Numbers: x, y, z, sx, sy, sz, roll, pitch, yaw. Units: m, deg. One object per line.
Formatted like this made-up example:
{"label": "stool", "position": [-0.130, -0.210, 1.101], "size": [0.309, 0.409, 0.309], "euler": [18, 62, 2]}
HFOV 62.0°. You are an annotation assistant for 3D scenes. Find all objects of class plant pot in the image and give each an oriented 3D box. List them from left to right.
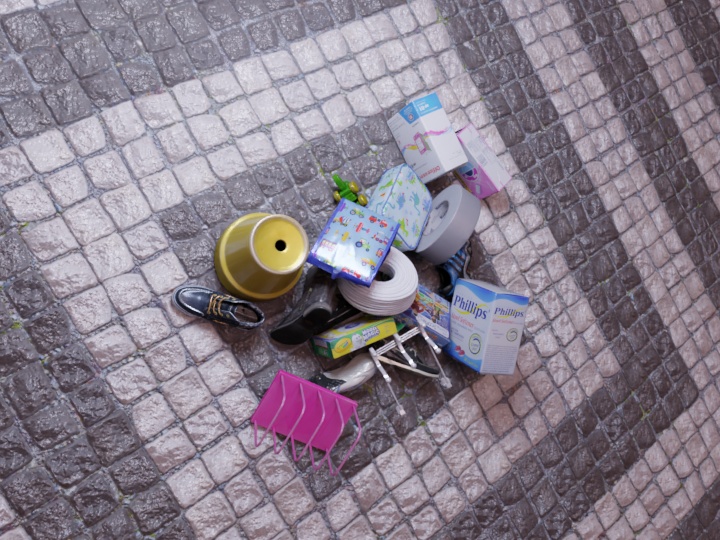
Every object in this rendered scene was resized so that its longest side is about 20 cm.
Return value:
{"label": "plant pot", "position": [-0.203, -0.038, 1.315], "size": [0.200, 0.189, 0.201], "euler": [4, 80, -25]}

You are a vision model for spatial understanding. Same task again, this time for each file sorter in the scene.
{"label": "file sorter", "position": [-0.116, 0.336, 1.295], "size": [0.200, 0.125, 0.139], "euler": [27, 103, -18]}

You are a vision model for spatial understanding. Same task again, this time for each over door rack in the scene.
{"label": "over door rack", "position": [0.124, 0.235, 1.406], "size": [0.148, 0.067, 0.200], "euler": [-28, 111, -9]}

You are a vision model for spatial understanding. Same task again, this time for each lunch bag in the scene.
{"label": "lunch bag", "position": [-0.018, -0.050, 1.339], "size": [0.150, 0.094, 0.200], "euler": [25, 44, 5]}
{"label": "lunch bag", "position": [0.099, -0.151, 1.505], "size": [0.161, 0.082, 0.200], "euler": [45, 52, -30]}

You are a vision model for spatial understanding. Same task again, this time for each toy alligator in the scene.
{"label": "toy alligator", "position": [-0.007, -0.161, 1.507], "size": [0.200, 0.059, 0.054], "euler": [54, 21, -15]}

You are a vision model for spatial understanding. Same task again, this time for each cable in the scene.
{"label": "cable", "position": [0.040, 0.014, 1.415], "size": [0.199, 0.069, 0.200], "euler": [10, 44, -10]}

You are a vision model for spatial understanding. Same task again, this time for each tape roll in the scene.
{"label": "tape roll", "position": [0.214, -0.116, 1.515], "size": [0.066, 0.200, 0.201], "euler": [31, 70, -17]}

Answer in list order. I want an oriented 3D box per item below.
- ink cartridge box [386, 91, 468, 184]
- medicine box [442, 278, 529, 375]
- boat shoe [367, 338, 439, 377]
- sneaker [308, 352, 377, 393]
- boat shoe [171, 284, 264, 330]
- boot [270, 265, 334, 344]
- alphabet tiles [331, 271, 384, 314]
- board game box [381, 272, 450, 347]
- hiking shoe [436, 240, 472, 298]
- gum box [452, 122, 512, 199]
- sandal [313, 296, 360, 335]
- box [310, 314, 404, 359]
{"label": "ink cartridge box", "position": [0.173, -0.336, 1.565], "size": [0.085, 0.144, 0.200], "euler": [-29, 94, -26]}
{"label": "medicine box", "position": [0.308, 0.137, 1.497], "size": [0.103, 0.182, 0.201], "euler": [6, 98, -23]}
{"label": "boat shoe", "position": [0.115, 0.216, 1.483], "size": [0.200, 0.072, 0.068], "euler": [25, 76, -17]}
{"label": "sneaker", "position": [-0.047, 0.263, 1.406], "size": [0.200, 0.072, 0.073], "euler": [-24, 133, -17]}
{"label": "boat shoe", "position": [-0.305, 0.076, 1.301], "size": [0.200, 0.091, 0.071], "euler": [20, 73, -20]}
{"label": "boot", "position": [-0.121, 0.067, 1.383], "size": [0.069, 0.200, 0.174], "euler": [39, 35, -30]}
{"label": "alphabet tiles", "position": [0.000, 0.000, 1.503], "size": [0.167, 0.008, 0.200], "euler": [23, 72, -20]}
{"label": "board game box", "position": [0.138, 0.090, 1.497], "size": [0.200, 0.034, 0.136], "euler": [31, 40, -18]}
{"label": "hiking shoe", "position": [0.243, -0.027, 1.583], "size": [0.087, 0.074, 0.201], "euler": [0, 81, -26]}
{"label": "gum box", "position": [0.304, -0.296, 1.636], "size": [0.066, 0.113, 0.200], "euler": [-43, 100, -25]}
{"label": "sandal", "position": [-0.038, 0.085, 1.429], "size": [0.200, 0.075, 0.048], "euler": [-26, 70, -29]}
{"label": "box", "position": [-0.005, 0.147, 1.412], "size": [0.200, 0.117, 0.048], "euler": [-18, 97, -27]}
